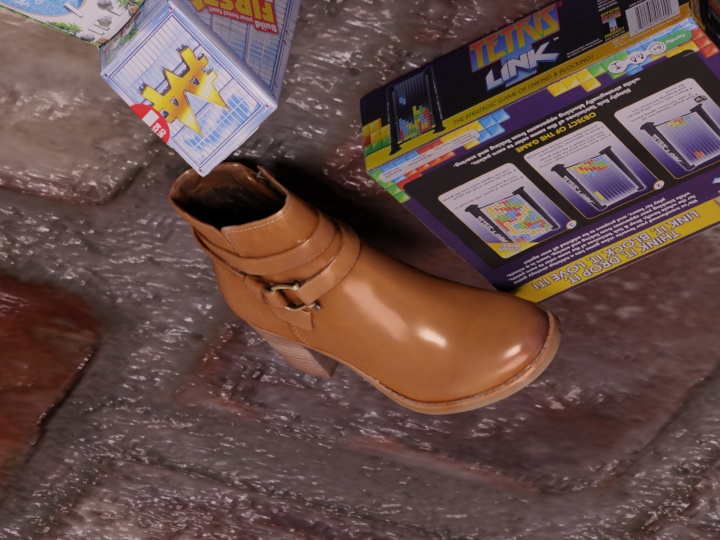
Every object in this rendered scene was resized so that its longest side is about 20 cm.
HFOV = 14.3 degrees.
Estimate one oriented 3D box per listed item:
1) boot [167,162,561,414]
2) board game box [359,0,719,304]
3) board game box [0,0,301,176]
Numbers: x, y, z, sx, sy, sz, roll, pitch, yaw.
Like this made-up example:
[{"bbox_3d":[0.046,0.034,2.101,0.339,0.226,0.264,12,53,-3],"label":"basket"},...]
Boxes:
[{"bbox_3d":[0.000,0.000,1.567,0.199,0.077,0.155,11,150,38],"label":"boot"},{"bbox_3d":[0.126,-0.072,1.537,0.199,0.057,0.165,-24,141,23],"label":"board game box"},{"bbox_3d":[-0.099,-0.152,1.286,0.199,0.201,0.062,20,137,-31],"label":"board game box"}]
